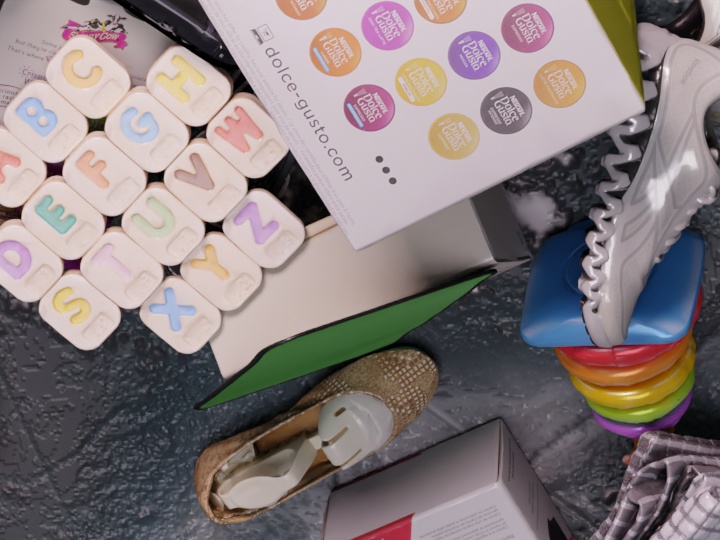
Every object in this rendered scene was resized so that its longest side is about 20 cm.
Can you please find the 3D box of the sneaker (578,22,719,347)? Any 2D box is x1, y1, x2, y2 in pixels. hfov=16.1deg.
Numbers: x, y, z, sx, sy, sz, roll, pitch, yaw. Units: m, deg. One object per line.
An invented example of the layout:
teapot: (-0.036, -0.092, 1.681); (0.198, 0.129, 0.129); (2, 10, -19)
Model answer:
sneaker: (0.181, -0.046, 1.554); (0.080, 0.075, 0.201); (13, 102, 4)

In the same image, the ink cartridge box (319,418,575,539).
ink cartridge box: (0.082, 0.227, 1.793); (0.145, 0.083, 0.201); (-24, 115, 17)

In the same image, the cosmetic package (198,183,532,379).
cosmetic package: (0.000, 0.000, 1.650); (0.199, 0.103, 0.074); (-25, 84, 16)

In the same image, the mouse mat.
mouse mat: (-0.013, 0.045, 1.628); (0.160, 0.200, 0.008); (-18, 81, -24)

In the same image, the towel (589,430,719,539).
towel: (0.232, 0.195, 1.722); (0.199, 0.086, 0.166); (11, 123, -41)

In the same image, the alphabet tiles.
alphabet tiles: (-0.141, -0.044, 1.589); (0.195, 0.015, 0.200); (42, 105, -14)

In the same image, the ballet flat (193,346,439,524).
ballet flat: (-0.030, 0.122, 1.753); (0.199, 0.065, 0.071); (-33, 113, 21)

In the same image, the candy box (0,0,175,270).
candy box: (-0.200, -0.106, 1.620); (0.136, 0.061, 0.201); (16, 122, -26)

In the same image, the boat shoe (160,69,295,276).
boat shoe: (-0.085, -0.065, 1.653); (0.075, 0.060, 0.201); (21, 119, -8)

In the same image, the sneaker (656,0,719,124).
sneaker: (0.247, -0.180, 1.551); (0.087, 0.076, 0.200); (30, 117, -12)

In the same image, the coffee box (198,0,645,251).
coffee box: (0.038, -0.175, 1.500); (0.197, 0.200, 0.200); (-25, 115, 17)

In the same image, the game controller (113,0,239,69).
game controller: (-0.138, -0.204, 1.554); (0.199, 0.105, 0.042); (33, 126, -14)

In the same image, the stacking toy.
stacking toy: (0.185, 0.071, 1.695); (0.115, 0.110, 0.201); (-3, 131, 19)
